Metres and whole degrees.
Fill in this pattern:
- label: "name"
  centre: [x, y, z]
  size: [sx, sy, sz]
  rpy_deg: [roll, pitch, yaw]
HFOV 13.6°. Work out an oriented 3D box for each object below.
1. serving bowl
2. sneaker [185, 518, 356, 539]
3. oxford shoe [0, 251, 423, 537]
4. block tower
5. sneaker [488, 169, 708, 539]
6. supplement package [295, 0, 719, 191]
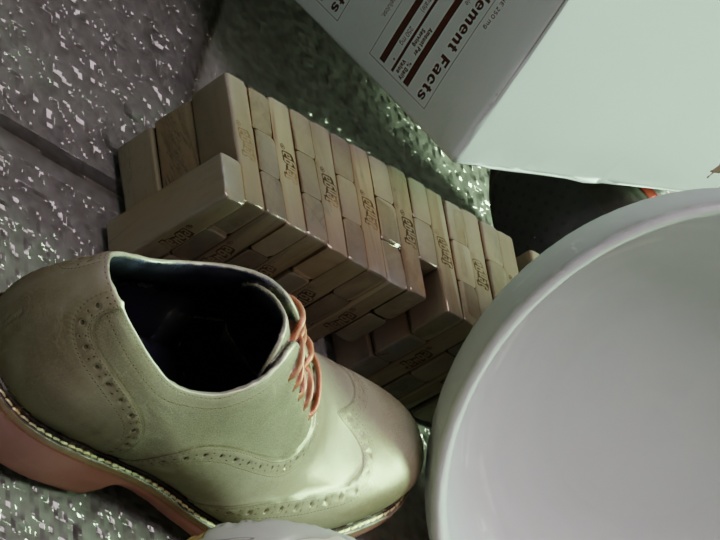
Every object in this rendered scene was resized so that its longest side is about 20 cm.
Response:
- label: "serving bowl"
  centre: [0.111, 0.059, 1.044]
  size: [0.200, 0.200, 0.066]
  rpy_deg: [42, 5, -26]
- label: "sneaker"
  centre: [0.010, 0.162, 0.889]
  size: [0.200, 0.075, 0.088]
  rpy_deg: [50, 31, -15]
- label: "oxford shoe"
  centre: [-0.035, 0.040, 0.931]
  size: [0.200, 0.074, 0.071]
  rpy_deg: [15, 51, -50]
- label: "block tower"
  centre: [0.000, 0.000, 1.040]
  size: [0.200, 0.054, 0.058]
  rpy_deg: [27, 42, -43]
- label: "sneaker"
  centre: [0.093, 0.038, 1.128]
  size: [0.082, 0.077, 0.201]
  rpy_deg: [-9, 71, -51]
- label: "supplement package"
  centre: [0.063, -0.151, 1.115]
  size: [0.200, 0.147, 0.191]
  rpy_deg: [47, 23, 27]
